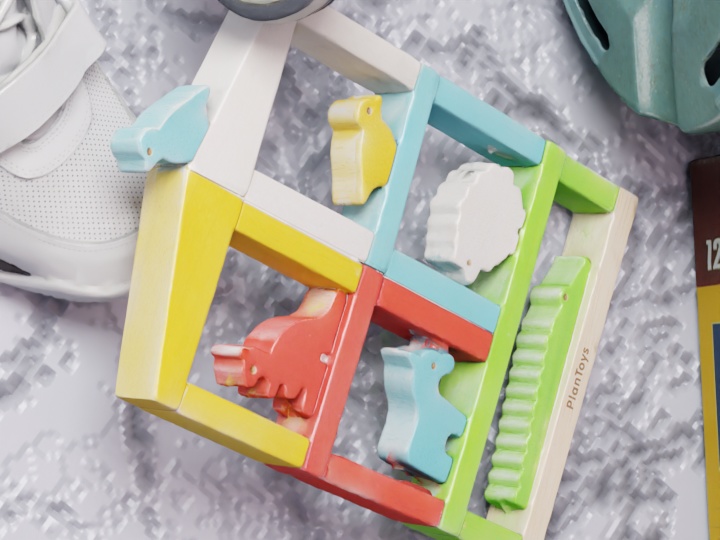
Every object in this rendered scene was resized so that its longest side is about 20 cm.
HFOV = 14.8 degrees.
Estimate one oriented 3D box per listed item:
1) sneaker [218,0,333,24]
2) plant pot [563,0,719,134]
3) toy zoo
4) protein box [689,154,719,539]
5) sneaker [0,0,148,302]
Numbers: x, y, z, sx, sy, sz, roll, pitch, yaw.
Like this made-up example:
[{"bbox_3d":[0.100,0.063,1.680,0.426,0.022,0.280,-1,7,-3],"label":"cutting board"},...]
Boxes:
[{"bbox_3d":[0.012,-0.164,0.826,0.146,0.077,0.204,13,77,-56],"label":"sneaker"},{"bbox_3d":[0.172,-0.133,0.871,0.195,0.200,0.201,-12,91,-21],"label":"plant pot"},{"bbox_3d":[0.000,0.000,0.835,0.200,0.020,0.132,27,73,-40],"label":"toy zoo"},{"bbox_3d":[0.230,0.056,0.911,0.198,0.135,0.201,-1,86,-26],"label":"protein box"},{"bbox_3d":[-0.112,-0.069,0.766,0.200,0.115,0.075,48,68,-15],"label":"sneaker"}]
